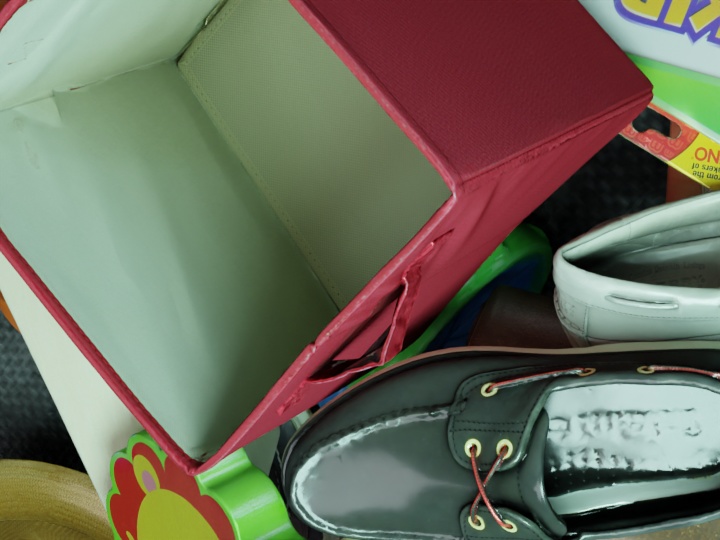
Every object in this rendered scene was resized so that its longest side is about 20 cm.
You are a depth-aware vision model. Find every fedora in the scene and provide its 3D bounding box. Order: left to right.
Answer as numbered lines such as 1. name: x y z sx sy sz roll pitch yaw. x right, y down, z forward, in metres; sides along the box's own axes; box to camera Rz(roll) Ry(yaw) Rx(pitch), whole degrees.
1. fedora: -0.152 0.172 1.231 0.199 0.082 0.202 12 120 21

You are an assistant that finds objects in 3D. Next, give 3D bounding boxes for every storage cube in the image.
1. storage cube: -0.026 -0.059 0.844 0.200 0.179 0.171 49 123 9

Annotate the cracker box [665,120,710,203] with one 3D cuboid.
1. cracker box: 0.231 -0.056 0.917 0.198 0.058 0.135 11 119 22

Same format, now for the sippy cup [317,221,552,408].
1. sippy cup: 0.000 0.000 1.034 0.130 0.139 0.178 41 114 16

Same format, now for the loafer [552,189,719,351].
1. loafer: 0.173 -0.008 0.863 0.198 0.070 0.070 -17 137 9

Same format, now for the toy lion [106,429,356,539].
1. toy lion: -0.045 0.167 0.967 0.191 0.068 0.202 17 123 50

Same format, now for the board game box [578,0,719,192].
1. board game box: 0.158 -0.139 0.875 0.095 0.030 0.201 32 102 14

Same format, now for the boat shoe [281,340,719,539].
1. boat shoe: 0.064 0.069 0.844 0.200 0.063 0.074 -8 103 8

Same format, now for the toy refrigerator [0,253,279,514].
1. toy refrigerator: -0.106 0.023 1.012 0.075 0.070 0.201 -8 125 17

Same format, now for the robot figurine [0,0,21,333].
1. robot figurine: -0.141 -0.045 1.088 0.143 0.117 0.201 -7 112 14

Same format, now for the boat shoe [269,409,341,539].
1. boat shoe: -0.049 0.133 1.140 0.072 0.064 0.201 47 152 45

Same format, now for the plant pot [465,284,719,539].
1. plant pot: 0.128 0.108 0.954 0.197 0.201 0.201 17 123 8
